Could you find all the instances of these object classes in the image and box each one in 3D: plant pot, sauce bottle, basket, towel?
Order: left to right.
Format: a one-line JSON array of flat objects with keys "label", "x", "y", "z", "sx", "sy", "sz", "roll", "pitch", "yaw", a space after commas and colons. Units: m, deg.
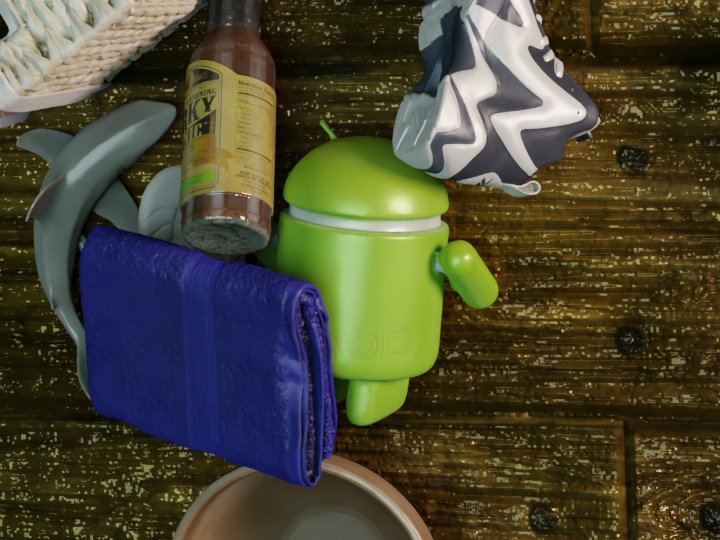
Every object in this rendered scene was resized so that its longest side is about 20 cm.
[{"label": "basket", "x": -0.203, "y": -0.198, "z": 1.622, "sx": 0.123, "sy": 0.200, "sz": 0.136, "roll": -33, "pitch": 89, "yaw": 13}, {"label": "towel", "x": -0.102, "y": 0.053, "z": 1.622, "sx": 0.200, "sy": 0.049, "sz": 0.148, "roll": 15, "pitch": 117, "yaw": 35}, {"label": "sauce bottle", "x": -0.089, "y": -0.111, "z": 1.629, "sx": 0.064, "sy": 0.065, "sz": 0.201, "roll": -9, "pitch": 63, "yaw": 19}, {"label": "plant pot", "x": -0.029, "y": 0.219, "z": 1.692, "sx": 0.200, "sy": 0.093, "sz": 0.202, "roll": 3, "pitch": 100, "yaw": 18}]

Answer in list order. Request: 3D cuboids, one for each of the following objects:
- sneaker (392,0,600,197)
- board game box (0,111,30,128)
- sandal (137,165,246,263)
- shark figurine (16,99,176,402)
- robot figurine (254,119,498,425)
[{"label": "sneaker", "x": 0.109, "y": -0.141, "z": 1.602, "sx": 0.079, "sy": 0.129, "sz": 0.200, "roll": -17, "pitch": 54, "yaw": 55}, {"label": "board game box", "x": -0.345, "y": -0.159, "z": 1.669, "sx": 0.199, "sy": 0.200, "sz": 0.041, "roll": 34, "pitch": 109, "yaw": 10}, {"label": "sandal", "x": -0.115, "y": 0.027, "z": 1.703, "sx": 0.050, "sy": 0.082, "sz": 0.203, "roll": -14, "pitch": 95, "yaw": 53}, {"label": "shark figurine", "x": -0.211, "y": -0.022, "z": 1.712, "sx": 0.128, "sy": 0.089, "sz": 0.215, "roll": 12, "pitch": 101, "yaw": 16}, {"label": "robot figurine", "x": 0.000, "y": 0.000, "z": 1.632, "sx": 0.175, "sy": 0.116, "sz": 0.201, "roll": 9, "pitch": 102, "yaw": 25}]
